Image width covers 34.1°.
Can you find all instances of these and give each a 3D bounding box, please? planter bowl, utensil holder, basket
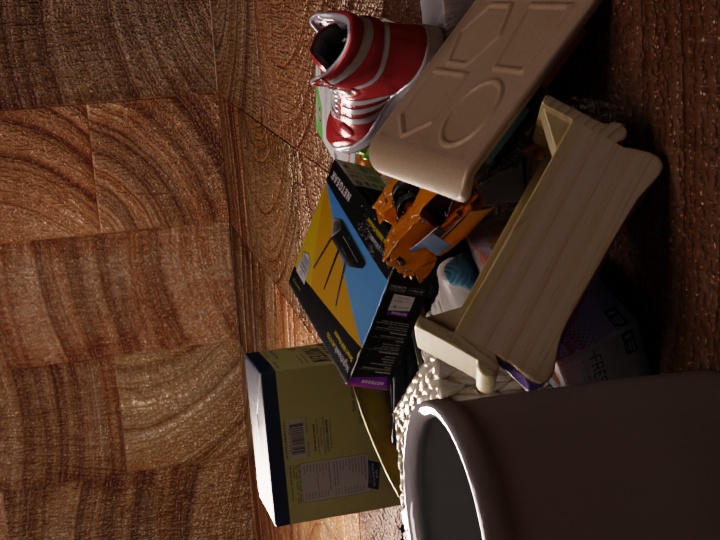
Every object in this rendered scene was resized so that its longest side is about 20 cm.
[{"bbox_3d":[0.062,0.163,1.283,0.200,0.083,0.201,-24,-90,-83],"label":"planter bowl"},{"bbox_3d":[0.145,0.152,0.747,0.170,0.199,0.171,172,90,-77],"label":"utensil holder"},{"bbox_3d":[0.111,0.149,1.038,0.200,0.135,0.124,113,151,-65],"label":"basket"}]

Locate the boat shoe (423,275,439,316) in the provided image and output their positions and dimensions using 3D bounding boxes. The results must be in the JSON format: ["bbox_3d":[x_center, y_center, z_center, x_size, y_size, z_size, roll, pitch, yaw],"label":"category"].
[{"bbox_3d":[0.099,0.103,1.199,0.074,0.064,0.203,-161,64,-76],"label":"boat shoe"}]

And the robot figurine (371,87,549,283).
[{"bbox_3d":[0.091,-0.090,0.971,0.200,0.058,0.145,-45,26,21],"label":"robot figurine"}]

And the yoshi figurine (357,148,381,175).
[{"bbox_3d":[0.058,-0.116,1.207,0.113,0.112,0.200,67,163,3],"label":"yoshi figurine"}]

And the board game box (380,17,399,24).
[{"bbox_3d":[0.028,-0.207,1.208,0.030,0.096,0.200,46,179,-28],"label":"board game box"}]

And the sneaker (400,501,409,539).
[{"bbox_3d":[0.066,0.278,1.409,0.099,0.070,0.201,106,150,-48],"label":"sneaker"}]

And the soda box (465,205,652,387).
[{"bbox_3d":[0.150,0.024,0.915,0.200,0.068,0.064,-117,2,-55],"label":"soda box"}]

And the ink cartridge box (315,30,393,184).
[{"bbox_3d":[0.007,-0.197,1.394,0.200,0.083,0.147,-117,25,-56],"label":"ink cartridge box"}]

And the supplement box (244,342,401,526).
[{"bbox_3d":[-0.034,0.201,1.513,0.134,0.198,0.201,-154,58,-74],"label":"supplement box"}]

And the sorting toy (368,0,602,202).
[{"bbox_3d":[0.098,-0.151,0.929,0.201,0.036,0.185,-58,25,-1],"label":"sorting toy"}]

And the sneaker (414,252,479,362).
[{"bbox_3d":[0.090,0.058,1.067,0.200,0.080,0.077,68,-173,-56],"label":"sneaker"}]

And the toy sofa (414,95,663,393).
[{"bbox_3d":[0.125,-0.011,0.828,0.201,0.097,0.083,-60,-10,-10],"label":"toy sofa"}]

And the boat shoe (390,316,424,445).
[{"bbox_3d":[0.037,0.082,1.181,0.075,0.062,0.201,63,-166,-85],"label":"boat shoe"}]

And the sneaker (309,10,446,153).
[{"bbox_3d":[-0.016,-0.173,1.077,0.200,0.112,0.072,-39,49,56],"label":"sneaker"}]

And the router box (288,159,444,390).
[{"bbox_3d":[0.000,0.000,1.145,0.150,0.051,0.200,-69,28,21],"label":"router box"}]

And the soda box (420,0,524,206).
[{"bbox_3d":[0.101,-0.158,1.067,0.068,0.063,0.201,-168,72,-75],"label":"soda box"}]

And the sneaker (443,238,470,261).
[{"bbox_3d":[0.063,-0.032,1.239,0.200,0.079,0.076,-140,74,-82],"label":"sneaker"}]
